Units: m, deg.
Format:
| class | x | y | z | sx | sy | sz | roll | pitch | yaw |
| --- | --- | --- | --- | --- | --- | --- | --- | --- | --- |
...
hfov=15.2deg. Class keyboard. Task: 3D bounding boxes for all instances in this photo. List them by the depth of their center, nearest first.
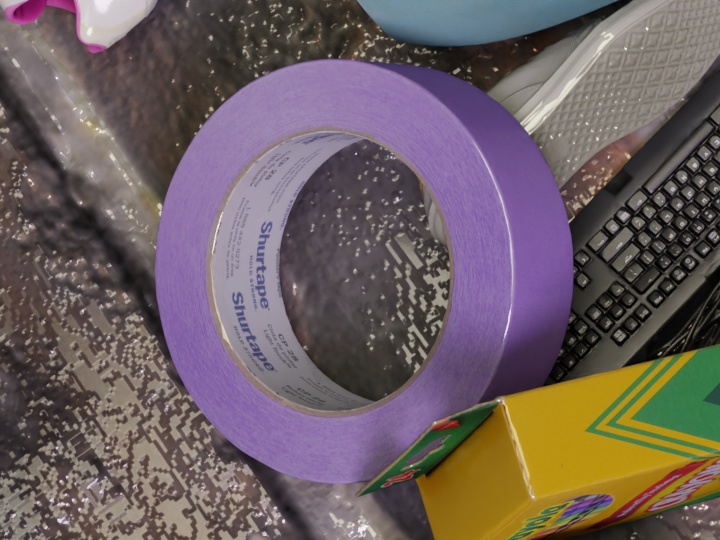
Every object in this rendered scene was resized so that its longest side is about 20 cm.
| class | x | y | z | sx | sy | sz | roll | pitch | yaw |
| --- | --- | --- | --- | --- | --- | --- | --- | --- | --- |
| keyboard | 0.160 | -0.015 | 1.332 | 0.104 | 0.040 | 0.200 | 42 | 88 | 16 |

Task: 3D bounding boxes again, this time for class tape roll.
| class | x | y | z | sx | sy | sz | roll | pitch | yaw |
| --- | --- | --- | --- | --- | --- | --- | --- | --- | --- |
| tape roll | 0.000 | 0.000 | 1.300 | 0.199 | 0.066 | 0.201 | 1 | 92 | 31 |

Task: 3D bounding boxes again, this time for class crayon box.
| class | x | y | z | sx | sy | sz | roll | pitch | yaw |
| --- | --- | --- | --- | --- | --- | --- | --- | --- | --- |
| crayon box | 0.110 | 0.084 | 1.235 | 0.199 | 0.127 | 0.051 | -13 | 74 | -20 |

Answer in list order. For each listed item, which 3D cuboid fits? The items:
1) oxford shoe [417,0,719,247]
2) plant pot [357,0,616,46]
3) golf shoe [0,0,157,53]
| class | x | y | z | sx | sy | sz | roll | pitch | yaw |
| --- | --- | --- | --- | --- | --- | --- | --- | --- | --- |
| oxford shoe | 0.104 | -0.090 | 1.346 | 0.200 | 0.075 | 0.058 | -40 | 46 | -2 |
| plant pot | 0.059 | -0.202 | 1.317 | 0.161 | 0.200 | 0.201 | -28 | 74 | 16 |
| golf shoe | -0.188 | -0.185 | 1.410 | 0.199 | 0.075 | 0.092 | 28 | 86 | 15 |
